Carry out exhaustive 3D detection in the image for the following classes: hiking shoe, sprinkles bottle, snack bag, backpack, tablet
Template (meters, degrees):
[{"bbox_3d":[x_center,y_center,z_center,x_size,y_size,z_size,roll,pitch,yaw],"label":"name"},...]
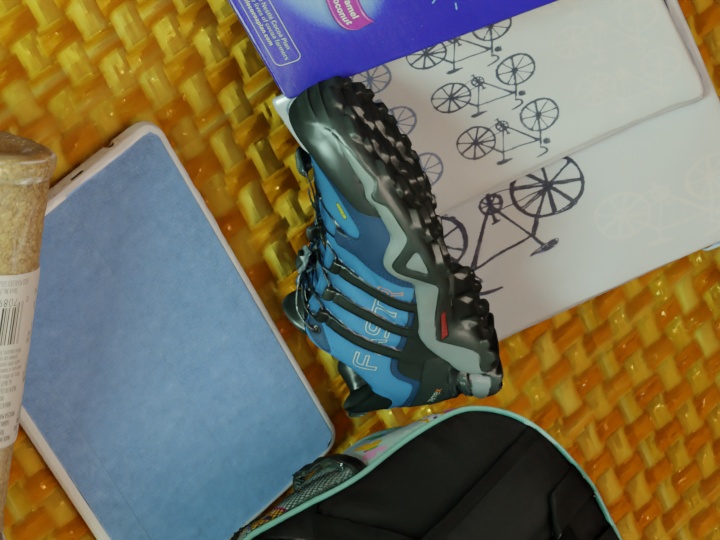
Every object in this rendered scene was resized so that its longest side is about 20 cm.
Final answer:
[{"bbox_3d":[0.000,0.000,1.140,0.087,0.074,0.200,-19,130,9],"label":"hiking shoe"},{"bbox_3d":[-0.173,0.042,1.045,0.068,0.068,0.200,0,106,-35],"label":"sprinkles bottle"},{"bbox_3d":[0.082,-0.051,1.179,0.188,0.021,0.200,-24,127,8],"label":"snack bag"},{"bbox_3d":[0.023,0.162,1.154,0.200,0.153,0.176,-34,91,-26],"label":"backpack"},{"bbox_3d":[-0.098,0.045,1.144,0.130,0.014,0.200,-41,122,-21],"label":"tablet"}]

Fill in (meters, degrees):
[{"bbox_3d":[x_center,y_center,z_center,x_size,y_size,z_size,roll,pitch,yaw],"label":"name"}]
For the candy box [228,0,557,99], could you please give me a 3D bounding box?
[{"bbox_3d":[0.023,-0.186,1.066,0.169,0.200,0.077,60,24,-29],"label":"candy box"}]
